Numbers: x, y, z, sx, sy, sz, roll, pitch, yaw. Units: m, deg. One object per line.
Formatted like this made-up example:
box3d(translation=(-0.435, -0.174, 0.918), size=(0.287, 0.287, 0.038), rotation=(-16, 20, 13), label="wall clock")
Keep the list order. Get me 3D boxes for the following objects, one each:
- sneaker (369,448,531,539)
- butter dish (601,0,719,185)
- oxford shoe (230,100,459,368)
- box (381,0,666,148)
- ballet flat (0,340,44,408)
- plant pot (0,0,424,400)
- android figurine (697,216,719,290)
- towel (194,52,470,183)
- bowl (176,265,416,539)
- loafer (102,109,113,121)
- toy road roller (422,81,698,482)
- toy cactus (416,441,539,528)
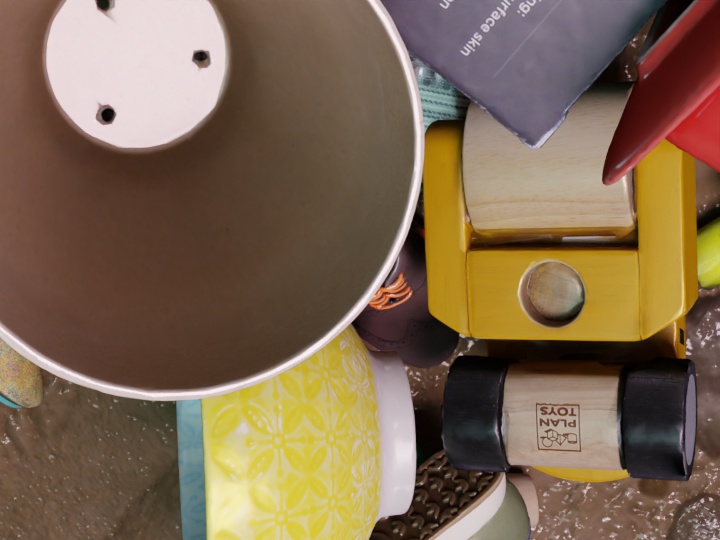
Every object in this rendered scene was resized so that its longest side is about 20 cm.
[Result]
box3d(translation=(0.010, 0.182, 0.820), size=(0.199, 0.067, 0.090), rotation=(-35, 125, -4), label="sneaker")
box3d(translation=(0.213, -0.100, 0.620), size=(0.147, 0.200, 0.200), rotation=(38, 124, -5), label="butter dish")
box3d(translation=(0.000, 0.000, 0.785), size=(0.071, 0.073, 0.200), rotation=(-35, 132, 8), label="oxford shoe")
box3d(translation=(0.062, -0.197, 0.633), size=(0.199, 0.118, 0.197), rotation=(36, 123, -11), label="box")
box3d(translation=(-0.233, -0.007, 0.853), size=(0.070, 0.071, 0.200), rotation=(-35, 109, 24), label="ballet flat")
box3d(translation=(-0.087, -0.070, 0.650), size=(0.185, 0.200, 0.190), rotation=(-4, 108, -12), label="plant pot")
box3d(translation=(0.268, -0.029, 0.777), size=(0.199, 0.041, 0.183), rotation=(-31, 110, 24), label="android figurine")
box3d(translation=(-0.006, -0.139, 0.760), size=(0.197, 0.035, 0.195), rotation=(12, 120, 3), label="towel")
box3d(translation=(-0.033, 0.081, 0.751), size=(0.106, 0.201, 0.202), rotation=(-3, 120, -10), label="bowl")
box3d(translation=(-0.137, -0.042, 0.809), size=(0.198, 0.075, 0.070), rotation=(27, 115, -7), label="loafer")
box3d(translation=(0.109, 0.006, 0.769), size=(0.121, 0.146, 0.203), rotation=(0, 101, 19), label="toy road roller")
box3d(translation=(0.019, 0.143, 0.893), size=(0.163, 0.102, 0.202), rotation=(-7, 117, -9), label="toy cactus")
